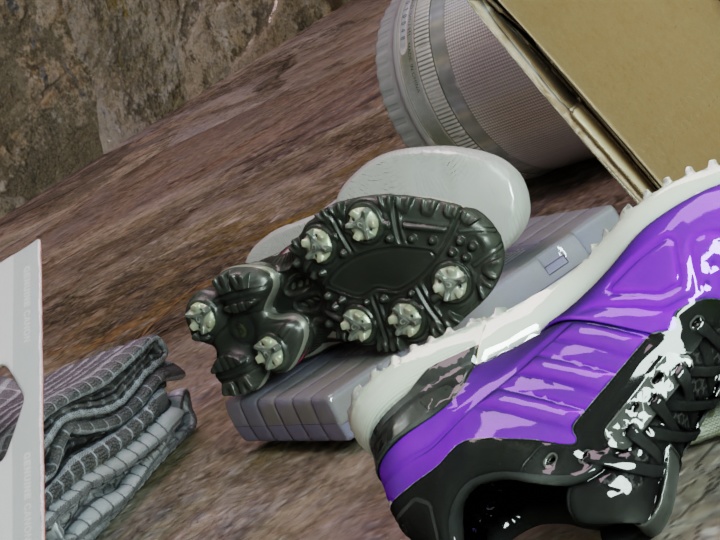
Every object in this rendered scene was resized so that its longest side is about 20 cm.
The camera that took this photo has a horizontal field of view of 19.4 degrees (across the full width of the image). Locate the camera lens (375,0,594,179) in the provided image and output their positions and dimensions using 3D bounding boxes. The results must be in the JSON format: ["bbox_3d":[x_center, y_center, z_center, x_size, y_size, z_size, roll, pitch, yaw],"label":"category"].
[{"bbox_3d":[0.127,-0.150,1.370,0.199,0.161,0.160,-16,15,46],"label":"camera lens"}]

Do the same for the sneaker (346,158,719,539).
[{"bbox_3d":[0.097,0.044,0.740,0.200,0.070,0.100,-33,50,14],"label":"sneaker"}]

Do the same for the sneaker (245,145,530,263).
[{"bbox_3d":[0.026,-0.026,1.143,0.199,0.076,0.088,-19,1,45],"label":"sneaker"}]

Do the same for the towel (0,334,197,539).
[{"bbox_3d":[-0.198,0.110,1.168,0.165,0.086,0.200,-21,12,27],"label":"towel"}]

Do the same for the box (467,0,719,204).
[{"bbox_3d":[0.157,-0.128,1.194,0.021,0.164,0.200,-42,0,38],"label":"box"}]

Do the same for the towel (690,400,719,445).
[{"bbox_3d":[0.179,0.007,0.842,0.199,0.035,0.193,-24,12,25],"label":"towel"}]

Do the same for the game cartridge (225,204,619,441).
[{"bbox_3d":[0.037,0.030,1.104,0.200,0.039,0.129,-33,16,-26],"label":"game cartridge"}]

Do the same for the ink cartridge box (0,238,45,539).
[{"bbox_3d":[-0.212,0.103,1.040,0.173,0.044,0.201,-26,47,20],"label":"ink cartridge box"}]

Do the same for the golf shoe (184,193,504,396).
[{"bbox_3d":[0.000,0.000,1.056,0.199,0.078,0.088,-18,7,41],"label":"golf shoe"}]
